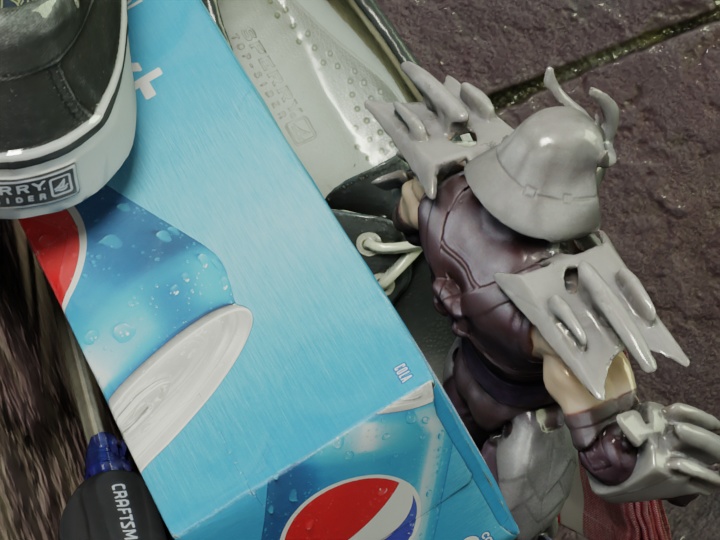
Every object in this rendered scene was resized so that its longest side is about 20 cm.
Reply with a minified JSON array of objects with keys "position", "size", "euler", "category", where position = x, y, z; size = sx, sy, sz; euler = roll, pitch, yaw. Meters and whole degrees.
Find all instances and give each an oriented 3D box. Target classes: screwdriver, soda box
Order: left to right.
[{"position":[-0.064,0.034,0.666],"size":[0.028,0.029,0.200],"euler":[58,9,-32],"category":"screwdriver"},{"position":[-0.039,-0.002,0.656],"size":[0.200,0.068,0.064],"euler":[58,-1,45],"category":"soda box"}]

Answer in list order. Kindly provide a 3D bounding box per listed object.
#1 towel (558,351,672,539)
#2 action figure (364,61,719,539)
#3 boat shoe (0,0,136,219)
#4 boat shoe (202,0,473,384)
[{"position":[0.038,0.036,1.098],"size":[0.200,0.023,0.144],"euler":[23,-40,44],"category":"towel"},{"position":[0.039,0.031,0.680],"size":[0.130,0.069,0.200],"euler":[-114,-156,-44],"category":"action figure"},{"position":[-0.092,-0.100,0.659],"size":[0.199,0.074,0.068],"euler":[-94,180,-48],"category":"boat shoe"},{"position":[0.001,-0.021,0.785],"size":[0.200,0.076,0.060],"euler":[53,-23,11],"category":"boat shoe"}]
